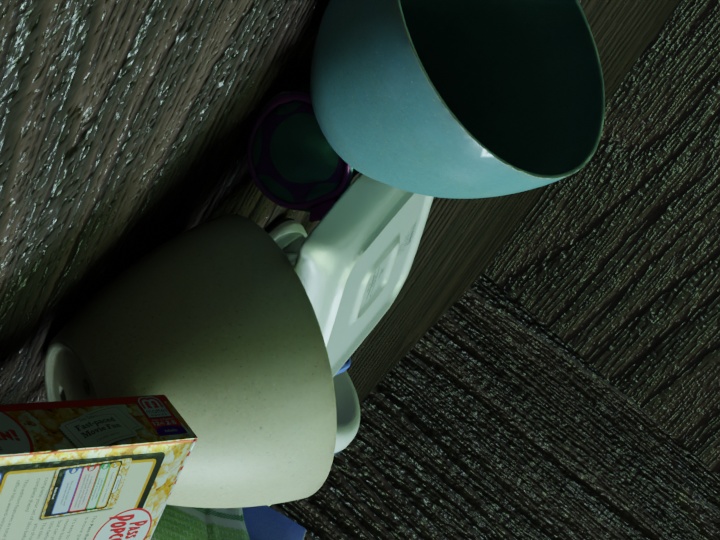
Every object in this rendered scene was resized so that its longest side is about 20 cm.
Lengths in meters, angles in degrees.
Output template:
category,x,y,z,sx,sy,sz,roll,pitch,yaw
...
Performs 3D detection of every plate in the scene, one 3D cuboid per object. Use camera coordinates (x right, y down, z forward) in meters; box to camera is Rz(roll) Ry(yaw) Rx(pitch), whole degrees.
category,x,y,z,sx,sy,sz,roll,pitch,yaw
plate,0.000,0.000,1.397,0.200,0.032,0.200,-50,163,-42

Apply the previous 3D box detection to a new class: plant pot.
category,x,y,z,sx,sy,sz,roll,pitch,yaw
plant pot,0.045,-0.128,1.283,0.134,0.201,0.200,-27,-171,39

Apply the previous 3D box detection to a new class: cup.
category,x,y,z,sx,sy,sz,roll,pitch,yaw
cup,-0.127,0.075,1.317,0.142,0.201,0.201,-15,156,-28

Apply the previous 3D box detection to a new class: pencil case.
category,x,y,z,sx,sy,sz,roll,pitch,yaw
pencil case,-0.008,-0.100,1.414,0.085,0.093,0.200,-14,-172,25

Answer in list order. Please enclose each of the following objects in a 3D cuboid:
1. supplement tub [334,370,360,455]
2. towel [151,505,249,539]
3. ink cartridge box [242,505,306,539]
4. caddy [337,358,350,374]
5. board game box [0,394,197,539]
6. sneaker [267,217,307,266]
category,x,y,z,sx,sy,sz,roll,pitch,yaw
supplement tub,-0.114,0.147,1.791,0.200,0.145,0.145,-40,178,24
towel,-0.135,0.160,1.388,0.031,0.149,0.201,-40,-138,25
ink cartridge box,-0.130,0.232,1.417,0.047,0.197,0.201,-16,-133,51
caddy,-0.080,0.044,1.538,0.105,0.141,0.200,-45,175,11
board game box,-0.211,0.152,1.179,0.199,0.046,0.152,0,125,-43
sneaker,-0.083,0.054,1.676,0.200,0.115,0.075,-47,173,-23
